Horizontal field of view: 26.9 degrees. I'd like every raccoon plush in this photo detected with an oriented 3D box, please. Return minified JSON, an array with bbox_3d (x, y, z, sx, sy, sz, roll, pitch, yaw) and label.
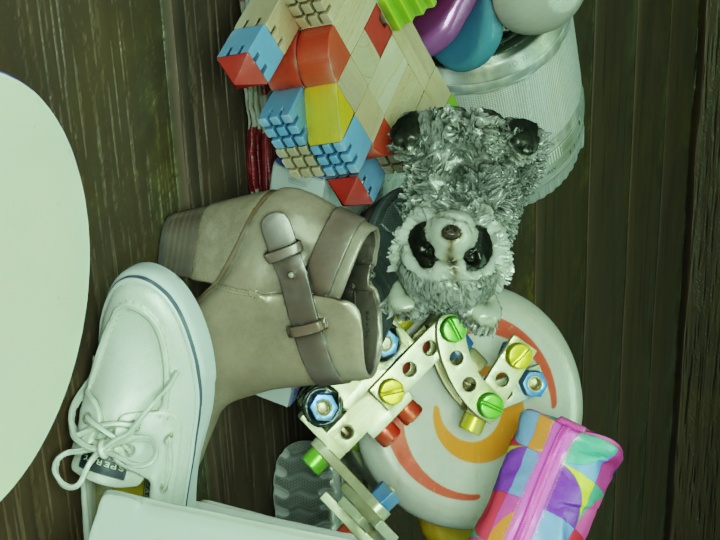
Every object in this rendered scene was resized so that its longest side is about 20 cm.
[{"bbox_3d":[0.077,-0.019,0.951,0.200,0.096,0.136,24,71,-63],"label":"raccoon plush"}]

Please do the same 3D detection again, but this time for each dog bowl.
[{"bbox_3d":[-0.198,0.009,0.637,0.200,0.078,0.203,9,90,-70],"label":"dog bowl"}]

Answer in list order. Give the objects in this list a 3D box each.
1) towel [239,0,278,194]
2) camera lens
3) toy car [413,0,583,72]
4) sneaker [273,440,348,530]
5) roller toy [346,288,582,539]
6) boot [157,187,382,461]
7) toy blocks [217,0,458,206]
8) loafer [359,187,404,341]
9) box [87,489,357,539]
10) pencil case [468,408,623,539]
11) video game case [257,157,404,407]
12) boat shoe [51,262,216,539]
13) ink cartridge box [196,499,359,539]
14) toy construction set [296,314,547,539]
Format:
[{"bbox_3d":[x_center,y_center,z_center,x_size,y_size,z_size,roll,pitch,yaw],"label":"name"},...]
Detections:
[{"bbox_3d":[-0.050,-0.152,1.060,0.144,0.022,0.202,-56,150,-54],"label":"towel"},{"bbox_3d":[0.107,-0.168,1.278,0.201,0.158,0.161,70,34,-53],"label":"camera lens"},{"bbox_3d":[0.054,-0.225,1.095,0.151,0.174,0.200,-54,134,-4],"label":"toy car"},{"bbox_3d":[-0.030,0.234,1.183,0.082,0.074,0.203,5,93,-68],"label":"sneaker"},{"bbox_3d":[0.074,0.104,1.178,0.183,0.200,0.140,-46,-174,-8],"label":"roller toy"},{"bbox_3d":[-0.058,0.048,0.933,0.070,0.144,0.203,-30,125,-65],"label":"boot"},{"bbox_3d":[-0.014,-0.119,0.952,0.201,0.099,0.138,57,44,-37],"label":"toy blocks"},{"bbox_3d":[0.000,0.000,1.049,0.073,0.062,0.200,66,29,-20],"label":"loafer"},{"bbox_3d":[-0.052,0.248,0.791,0.172,0.196,0.202,73,28,-62],"label":"box"},{"bbox_3d":[0.109,0.195,1.022,0.202,0.087,0.089,-65,155,-19],"label":"pencil case"},{"bbox_3d":[-0.020,-0.027,1.113,0.200,0.045,0.183,-47,151,-57],"label":"video game case"},{"bbox_3d":[-0.138,0.100,0.861,0.086,0.074,0.204,-40,144,-56],"label":"boat shoe"},{"bbox_3d":[-0.075,0.268,0.971,0.147,0.144,0.202,55,47,-62],"label":"ink cartridge box"},{"bbox_3d":[0.032,0.104,1.058,0.200,0.131,0.092,-47,-172,-19],"label":"toy construction set"}]
